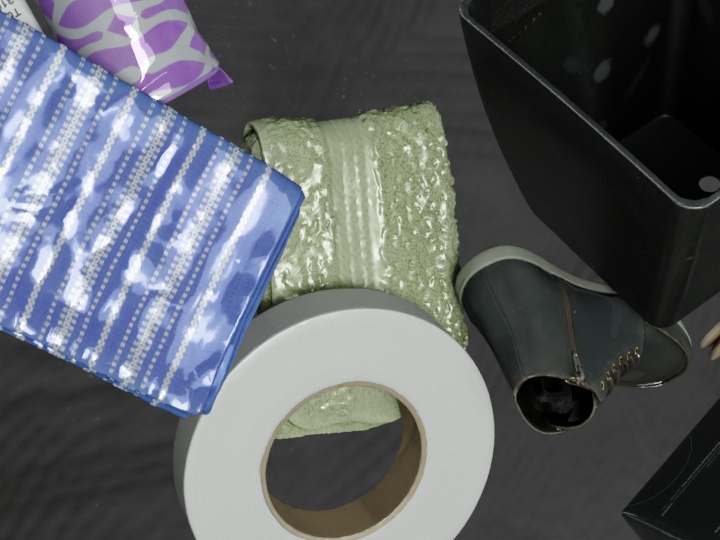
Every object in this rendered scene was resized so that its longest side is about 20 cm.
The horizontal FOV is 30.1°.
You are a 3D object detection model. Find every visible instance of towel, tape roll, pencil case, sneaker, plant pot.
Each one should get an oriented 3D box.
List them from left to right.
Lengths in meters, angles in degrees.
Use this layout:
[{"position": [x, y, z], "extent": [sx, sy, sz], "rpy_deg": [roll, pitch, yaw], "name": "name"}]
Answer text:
[{"position": [-0.147, -0.180, 0.738], "extent": [0.085, 0.083, 0.202], "rpy_deg": [-34, 110, -41], "name": "pencil case"}, {"position": [-0.135, -0.023, 0.696], "extent": [0.199, 0.024, 0.146], "rpy_deg": [29, 84, -26], "name": "towel"}, {"position": [-0.015, 0.111, 0.815], "extent": [0.200, 0.037, 0.206], "rpy_deg": [-7, 113, -18], "name": "tape roll"}, {"position": [0.000, 0.000, 0.838], "extent": [0.146, 0.036, 0.203], "rpy_deg": [-9, 98, -23], "name": "towel"}, {"position": [0.148, 0.064, 0.852], "extent": [0.198, 0.107, 0.075], "rpy_deg": [18, 129, -33], "name": "sneaker"}, {"position": [0.196, -0.088, 0.816], "extent": [0.198, 0.200, 0.179], "rpy_deg": [-32, 146, -17], "name": "plant pot"}]

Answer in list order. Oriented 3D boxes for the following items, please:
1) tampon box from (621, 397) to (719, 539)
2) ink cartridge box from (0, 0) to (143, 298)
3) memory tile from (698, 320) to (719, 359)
[{"position": [0.317, 0.199, 0.942], "extent": [0.150, 0.126, 0.200], "rpy_deg": [-46, 110, -12], "name": "tampon box"}, {"position": [-0.227, -0.078, 0.707], "extent": [0.144, 0.084, 0.202], "rpy_deg": [-33, 107, -17], "name": "ink cartridge box"}, {"position": [0.322, -0.021, 0.923], "extent": [0.199, 0.154, 0.017], "rpy_deg": [-37, 72, -18], "name": "memory tile"}]
